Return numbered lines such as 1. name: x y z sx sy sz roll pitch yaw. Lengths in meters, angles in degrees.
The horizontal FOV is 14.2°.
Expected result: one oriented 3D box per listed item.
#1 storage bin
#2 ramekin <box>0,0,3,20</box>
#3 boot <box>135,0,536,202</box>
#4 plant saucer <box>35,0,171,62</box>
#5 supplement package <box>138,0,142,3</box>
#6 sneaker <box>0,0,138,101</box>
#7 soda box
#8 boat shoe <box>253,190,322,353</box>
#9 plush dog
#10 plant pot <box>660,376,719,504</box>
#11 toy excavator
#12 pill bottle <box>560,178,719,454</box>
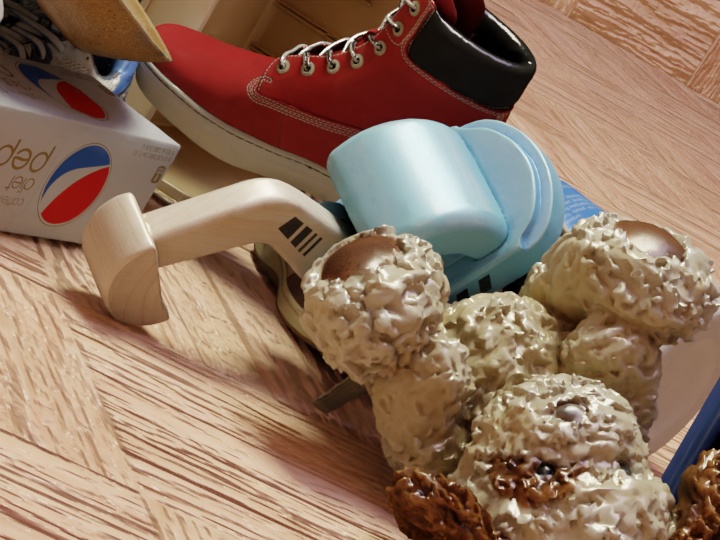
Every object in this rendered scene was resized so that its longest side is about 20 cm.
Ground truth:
1. storage bin: -0.048 -0.138 1.621 0.094 0.200 0.198 34 12 15
2. ramekin: -0.251 -0.156 1.218 0.200 0.098 0.201 3 17 -1
3. boot: -0.012 -0.111 1.461 0.200 0.145 0.072 27 34 10
4. plant saucer: -0.159 -0.172 1.351 0.200 0.035 0.200 56 2 -3
5. supplement package: -0.144 -0.178 1.642 0.111 0.156 0.200 36 12 15
6. sneaker: -0.180 -0.104 1.421 0.077 0.085 0.200 38 13 25
7. soda box: -0.170 -0.060 1.325 0.068 0.064 0.200 38 13 25
8. boat shoe: 0.000 0.000 1.500 0.072 0.072 0.200 27 13 -23
9. plush dog: 0.073 0.081 1.288 0.199 0.161 0.172 -3 41 -19
10. plant pot: 0.249 0.129 1.342 0.200 0.200 0.180 24 8 -34
11. toy excavator: -0.009 -0.017 1.346 0.200 0.194 0.100 45 16 -53
12. pill bottle: 0.106 0.010 1.638 0.200 0.112 0.112 39 13 26
